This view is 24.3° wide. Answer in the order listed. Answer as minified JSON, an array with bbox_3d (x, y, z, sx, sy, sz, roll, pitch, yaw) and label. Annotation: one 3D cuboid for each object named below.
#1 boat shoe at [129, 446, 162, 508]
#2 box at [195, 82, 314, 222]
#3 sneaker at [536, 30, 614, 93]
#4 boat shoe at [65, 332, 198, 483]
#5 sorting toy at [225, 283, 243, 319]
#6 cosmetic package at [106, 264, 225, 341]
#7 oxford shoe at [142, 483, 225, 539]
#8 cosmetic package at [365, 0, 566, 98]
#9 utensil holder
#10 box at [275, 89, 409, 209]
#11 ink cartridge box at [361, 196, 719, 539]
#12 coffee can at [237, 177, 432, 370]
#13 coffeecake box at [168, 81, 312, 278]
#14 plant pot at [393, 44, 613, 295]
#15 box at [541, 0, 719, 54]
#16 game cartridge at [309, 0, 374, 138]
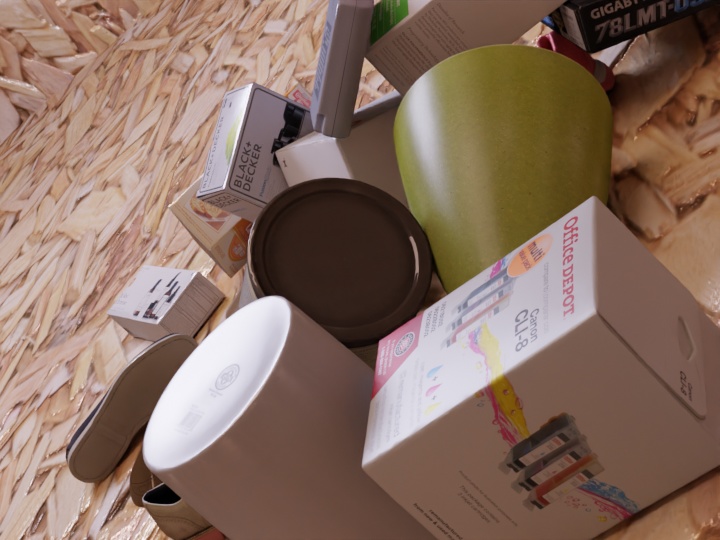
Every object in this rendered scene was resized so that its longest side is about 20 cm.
[{"bbox_3d":[-0.145,0.169,1.615,0.200,0.062,0.074,-39,48,26],"label":"boat shoe"},{"bbox_3d":[-0.053,-0.092,1.659,0.060,0.199,0.118,-9,61,58],"label":"box"},{"bbox_3d":[0.154,-0.136,1.533,0.074,0.087,0.201,-17,36,54],"label":"sneaker"},{"bbox_3d":[-0.255,0.141,1.845,0.200,0.073,0.063,-50,23,4],"label":"boat shoe"},{"bbox_3d":[-0.118,0.067,1.706,0.185,0.036,0.201,-56,11,41],"label":"sorting toy"},{"bbox_3d":[-0.239,0.041,2.027,0.083,0.051,0.200,-52,21,-15],"label":"cosmetic package"},{"bbox_3d":[-0.112,0.181,1.488,0.200,0.075,0.071,-38,21,21],"label":"oxford shoe"},{"bbox_3d":[0.103,-0.245,1.499,0.200,0.085,0.108,-39,22,20],"label":"cosmetic package"},{"bbox_3d":[-0.035,0.139,1.230,0.170,0.200,0.170,-38,24,20],"label":"utensil holder"},{"bbox_3d":[0.040,-0.117,1.607,0.199,0.098,0.124,-30,12,-28],"label":"box"},{"bbox_3d":[0.124,0.082,1.112,0.199,0.145,0.146,-35,23,25],"label":"ink cartridge box"},{"bbox_3d":[-0.031,0.039,1.375,0.147,0.146,0.200,-59,-7,-31],"label":"coffee can"},{"bbox_3d":[-0.109,-0.099,1.885,0.200,0.073,0.154,-45,-12,-5],"label":"coffeecake box"},{"bbox_3d":[0.120,-0.044,1.342,0.187,0.187,0.201,-34,37,30],"label":"plant pot"},{"bbox_3d":[0.263,-0.270,1.523,0.199,0.050,0.199,-21,23,-2],"label":"box"},{"bbox_3d":[-0.017,-0.197,1.518,0.200,0.040,0.135,-104,21,-78],"label":"game cartridge"}]
